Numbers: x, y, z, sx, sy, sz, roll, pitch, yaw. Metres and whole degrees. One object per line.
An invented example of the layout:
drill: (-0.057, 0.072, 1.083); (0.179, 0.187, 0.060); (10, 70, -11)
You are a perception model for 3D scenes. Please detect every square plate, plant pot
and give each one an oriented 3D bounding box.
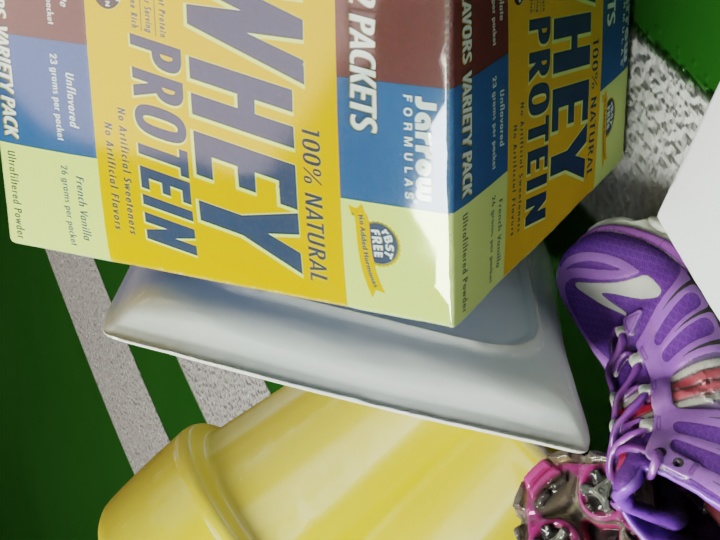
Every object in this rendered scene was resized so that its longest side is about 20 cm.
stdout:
square plate: (0.000, 0.000, 0.719); (0.200, 0.196, 0.029); (-87, 12, -67)
plant pot: (0.006, 0.126, 0.807); (0.201, 0.189, 0.201); (46, -175, -5)

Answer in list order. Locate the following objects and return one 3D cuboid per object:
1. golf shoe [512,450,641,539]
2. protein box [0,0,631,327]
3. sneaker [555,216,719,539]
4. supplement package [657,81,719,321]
golf shoe: (0.149, 0.157, 0.689); (0.201, 0.073, 0.092); (53, -169, 28)
protein box: (-0.012, -0.091, 0.673); (0.198, 0.198, 0.136); (10, 116, 25)
sneaker: (0.126, 0.058, 0.656); (0.081, 0.083, 0.201); (102, 150, -44)
supplement package: (0.184, -0.032, 0.423); (0.201, 0.110, 0.157); (106, 146, -49)
